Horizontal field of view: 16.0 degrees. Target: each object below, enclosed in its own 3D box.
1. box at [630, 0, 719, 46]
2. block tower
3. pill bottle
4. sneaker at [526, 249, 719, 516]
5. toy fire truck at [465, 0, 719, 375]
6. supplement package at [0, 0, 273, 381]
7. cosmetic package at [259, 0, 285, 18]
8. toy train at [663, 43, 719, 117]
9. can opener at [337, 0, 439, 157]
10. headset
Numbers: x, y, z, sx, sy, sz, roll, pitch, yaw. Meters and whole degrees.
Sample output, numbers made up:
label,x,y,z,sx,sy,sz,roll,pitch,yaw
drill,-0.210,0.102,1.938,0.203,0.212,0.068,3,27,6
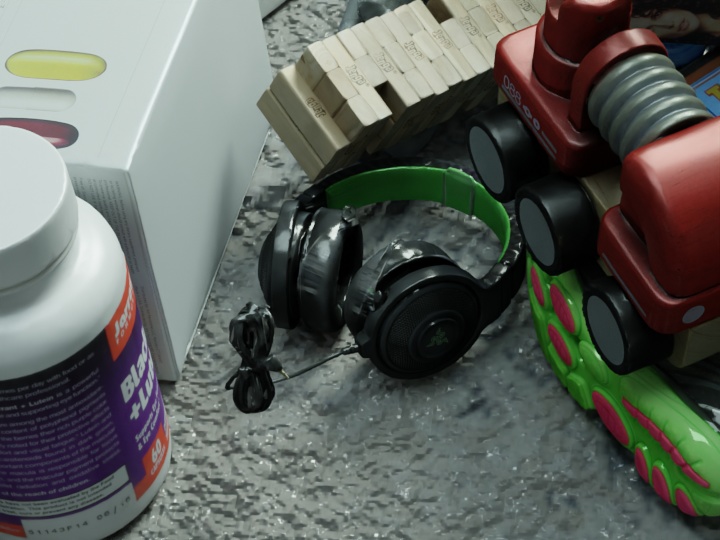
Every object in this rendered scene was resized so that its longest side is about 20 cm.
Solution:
label,x,y,z,sx,sy,sz,roll,pitch,yaw
box,0.218,-0.152,1.281,0.200,0.082,0.049,2,58,-9
block tower,0.044,-0.114,1.354,0.200,0.054,0.058,-29,78,-34
pill bottle,-0.158,0.031,1.193,0.111,0.200,0.111,-4,48,5
sneaker,0.144,0.034,1.239,0.084,0.077,0.200,-21,57,-20
toy fire truck,0.143,-0.082,1.154,0.129,0.200,0.176,-21,56,-16
supplement package,-0.128,-0.072,1.313,0.111,0.156,0.200,6,49,13
cosmetic package,-0.077,-0.272,1.481,0.165,0.165,0.200,31,59,30
toy train,0.178,-0.084,1.330,0.200,0.087,0.114,-32,60,-22
can opener,0.019,-0.137,1.431,0.066,0.053,0.200,26,50,-15
headset,0.000,0.000,1.269,0.123,0.094,0.200,23,48,27
